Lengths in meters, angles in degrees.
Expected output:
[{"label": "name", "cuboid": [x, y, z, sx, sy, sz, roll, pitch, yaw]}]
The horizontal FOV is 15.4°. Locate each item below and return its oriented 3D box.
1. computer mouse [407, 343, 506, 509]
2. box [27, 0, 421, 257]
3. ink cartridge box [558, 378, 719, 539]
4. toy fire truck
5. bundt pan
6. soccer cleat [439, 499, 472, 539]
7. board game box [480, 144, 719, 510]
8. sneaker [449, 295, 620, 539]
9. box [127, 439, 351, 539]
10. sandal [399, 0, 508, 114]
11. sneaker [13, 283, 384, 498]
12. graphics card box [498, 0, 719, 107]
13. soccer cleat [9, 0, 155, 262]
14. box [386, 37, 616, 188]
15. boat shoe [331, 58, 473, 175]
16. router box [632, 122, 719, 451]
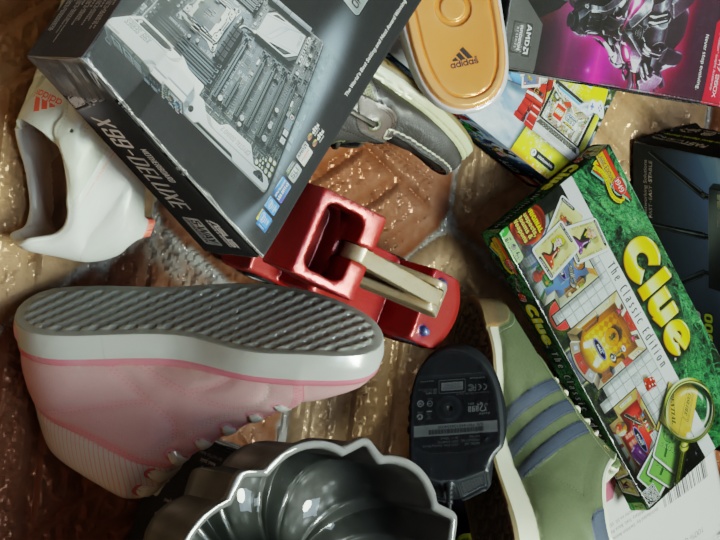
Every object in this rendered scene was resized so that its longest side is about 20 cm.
[{"label": "computer mouse", "cuboid": [0.055, 0.139, 1.519, 0.034, 0.058, 0.201, 50, 40, -66]}, {"label": "box", "cuboid": [-0.061, -0.134, 1.372, 0.158, 0.050, 0.201, 49, 61, -36]}, {"label": "ink cartridge box", "cuboid": [0.158, 0.173, 1.702, 0.146, 0.083, 0.201, -29, 117, -33]}, {"label": "toy fire truck", "cuboid": [0.000, 0.000, 1.485, 0.200, 0.141, 0.049, 26, 83, -41]}, {"label": "bundt pan", "cuboid": [-0.043, 0.177, 1.393, 0.201, 0.076, 0.203, -9, 105, -34]}, {"label": "soccer cleat", "cuboid": [0.077, 0.187, 1.593, 0.200, 0.065, 0.084, 33, 114, -13]}, {"label": "board game box", "cuboid": [0.158, 0.035, 1.625, 0.105, 0.023, 0.201, -39, 107, -32]}, {"label": "sneaker", "cuboid": [0.108, 0.108, 1.576, 0.089, 0.201, 0.067, 10, 139, -21]}, {"label": "box", "cuboid": [-0.069, 0.205, 1.497, 0.122, 0.106, 0.201, 21, 87, -40]}, {"label": "sandal", "cuboid": [0.045, -0.192, 1.479, 0.079, 0.059, 0.208, -15, 82, -14]}, {"label": "sneaker", "cuboid": [-0.083, 0.067, 1.418, 0.075, 0.199, 0.105, -68, 157, -61]}, {"label": "graphics card box", "cuboid": [0.146, -0.171, 1.581, 0.199, 0.051, 0.126, 7, 96, -41]}, {"label": "soccer cleat", "cuboid": [-0.141, -0.102, 1.391, 0.077, 0.069, 0.201, -4, 106, -36]}, {"label": "box", "cuboid": [0.083, -0.152, 1.590, 0.200, 0.038, 0.137, 36, 76, -40]}, {"label": "boat shoe", "cuboid": [-0.019, -0.101, 1.500, 0.200, 0.073, 0.065, 34, 86, -34]}, {"label": "router box", "cuboid": [0.247, 0.017, 1.697, 0.062, 0.149, 0.201, -14, 108, -38]}]
